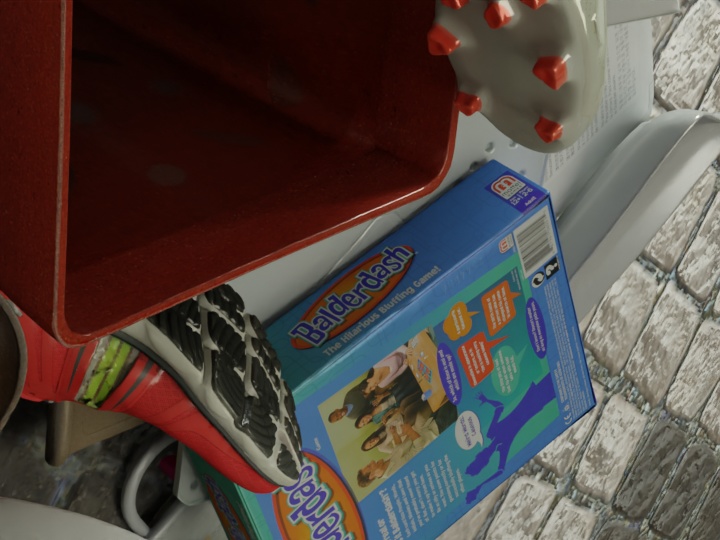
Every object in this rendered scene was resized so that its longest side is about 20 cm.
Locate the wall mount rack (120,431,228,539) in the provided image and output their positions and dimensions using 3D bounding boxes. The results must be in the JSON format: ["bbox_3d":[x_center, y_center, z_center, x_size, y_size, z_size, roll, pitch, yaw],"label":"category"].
[{"bbox_3d":[-0.069,0.173,0.976,0.174,0.074,0.200,-50,144,-13],"label":"wall mount rack"}]

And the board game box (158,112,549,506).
[{"bbox_3d":[0.000,0.000,0.898,0.200,0.026,0.201,-13,124,-37],"label":"board game box"}]

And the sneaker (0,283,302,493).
[{"bbox_3d":[-0.107,0.029,0.772,0.200,0.077,0.085,41,115,-19],"label":"sneaker"}]

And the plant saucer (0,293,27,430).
[{"bbox_3d":[-0.214,0.037,0.643,0.200,0.032,0.200,-14,146,-10],"label":"plant saucer"}]

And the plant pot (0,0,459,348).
[{"bbox_3d":[-0.086,-0.123,0.658,0.200,0.176,0.201,-25,132,-44],"label":"plant pot"}]

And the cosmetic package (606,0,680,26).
[{"bbox_3d":[0.094,-0.220,0.833,0.151,0.052,0.201,-95,174,-71],"label":"cosmetic package"}]

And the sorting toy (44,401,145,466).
[{"bbox_3d":[-0.076,-0.023,0.875,0.200,0.036,0.186,-25,131,-50],"label":"sorting toy"}]

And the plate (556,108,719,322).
[{"bbox_3d":[0.139,-0.020,1.102,0.200,0.032,0.200,-53,169,15],"label":"plate"}]

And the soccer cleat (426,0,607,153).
[{"bbox_3d":[0.058,-0.126,0.636,0.078,0.069,0.200,-47,141,-29],"label":"soccer cleat"}]

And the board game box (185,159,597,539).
[{"bbox_3d":[0.018,0.064,0.902,0.200,0.045,0.152,-37,135,-20],"label":"board game box"}]

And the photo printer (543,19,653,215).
[{"bbox_3d":[0.072,-0.090,0.996,0.200,0.069,0.167,-44,142,-27],"label":"photo printer"}]

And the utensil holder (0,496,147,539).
[{"bbox_3d":[-0.149,0.213,0.734,0.170,0.169,0.200,67,27,-49],"label":"utensil holder"}]
